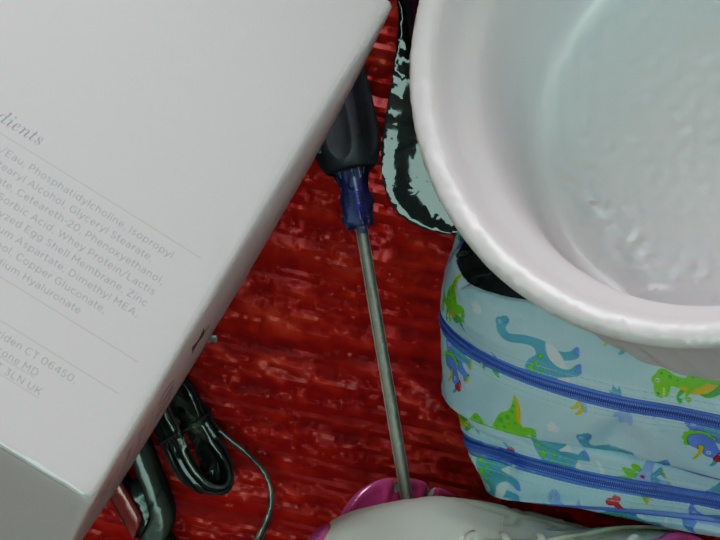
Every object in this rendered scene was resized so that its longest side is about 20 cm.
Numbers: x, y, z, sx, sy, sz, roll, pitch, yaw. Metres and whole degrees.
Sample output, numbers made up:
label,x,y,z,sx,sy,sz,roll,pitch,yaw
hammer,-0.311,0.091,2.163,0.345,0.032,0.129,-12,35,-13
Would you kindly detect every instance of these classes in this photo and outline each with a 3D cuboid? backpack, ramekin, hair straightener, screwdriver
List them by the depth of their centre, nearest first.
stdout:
label,x,y,z,sx,sy,sz,roll,pitch,yaw
ramekin,0.124,-0.060,0.737,0.199,0.098,0.202,-7,71,19
backpack,0.126,0.027,0.842,0.198,0.163,0.155,17,125,9
screwdriver,0.000,0.000,0.881,0.029,0.028,0.202,-13,81,42
hair straightener,-0.091,0.051,0.918,0.076,0.041,0.201,-27,93,9

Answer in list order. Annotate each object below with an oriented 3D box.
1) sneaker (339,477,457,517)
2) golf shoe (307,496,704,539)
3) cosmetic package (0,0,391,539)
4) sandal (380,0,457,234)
label,x,y,z,sx,sy,sz,roll,pitch,yaw
sneaker,0.060,0.153,0.915,0.199,0.082,0.088,28,146,-16
golf shoe,0.076,0.118,0.830,0.198,0.091,0.076,11,64,-24
cosmetic package,-0.102,-0.015,0.792,0.122,0.199,0.201,30,72,-3
sandal,0.042,-0.113,0.872,0.075,0.048,0.202,0,101,4
